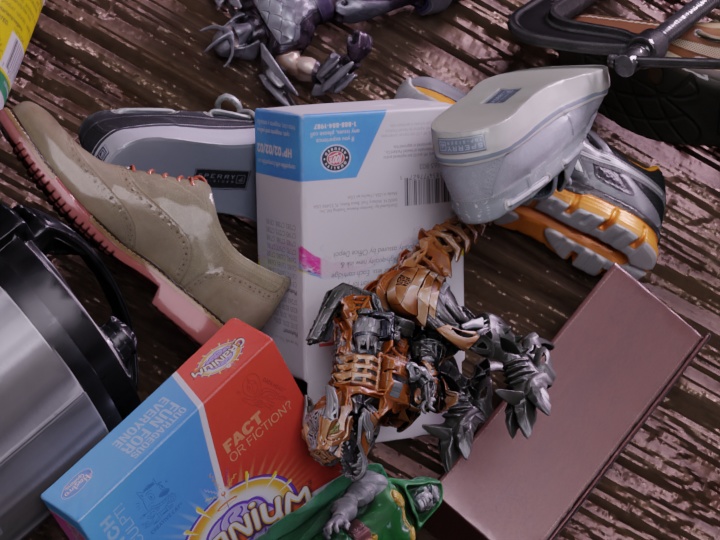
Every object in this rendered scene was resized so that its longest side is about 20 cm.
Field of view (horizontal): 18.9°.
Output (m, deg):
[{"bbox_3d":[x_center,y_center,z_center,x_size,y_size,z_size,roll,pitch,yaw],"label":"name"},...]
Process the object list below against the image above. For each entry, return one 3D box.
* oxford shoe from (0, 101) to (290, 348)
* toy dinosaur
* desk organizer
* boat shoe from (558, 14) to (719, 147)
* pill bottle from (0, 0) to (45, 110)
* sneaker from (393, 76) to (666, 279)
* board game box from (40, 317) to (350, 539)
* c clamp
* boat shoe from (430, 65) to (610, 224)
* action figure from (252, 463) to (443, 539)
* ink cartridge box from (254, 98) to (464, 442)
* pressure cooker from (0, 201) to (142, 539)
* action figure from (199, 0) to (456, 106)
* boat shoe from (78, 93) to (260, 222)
[{"bbox_3d":[-0.127,-0.036,1.268,0.200,0.070,0.075,45,85,-12],"label":"oxford shoe"},{"bbox_3d":[0.040,0.040,1.256,0.135,0.102,0.201,39,76,-15],"label":"toy dinosaur"},{"bbox_3d":[0.124,0.098,1.354,0.077,0.072,0.200,40,69,4],"label":"desk organizer"},{"bbox_3d":[0.231,-0.127,1.435,0.199,0.076,0.074,21,51,16],"label":"boat shoe"},{"bbox_3d":[-0.244,-0.195,1.337,0.112,0.113,0.201,20,70,-6],"label":"pill bottle"},{"bbox_3d":[0.111,-0.070,1.407,0.199,0.078,0.078,32,56,-6],"label":"sneaker"},{"bbox_3d":[-0.076,0.152,1.242,0.153,0.040,0.201,-43,129,-21],"label":"board game box"},{"bbox_3d":[0.188,-0.163,1.399,0.169,0.027,0.200,7,27,25],"label":"c clamp"},{"bbox_3d":[0.099,-0.077,1.315,0.201,0.069,0.072,-34,121,-57],"label":"boat shoe"},{"bbox_3d":[-0.018,0.170,1.223,0.200,0.054,0.119,-37,116,-43],"label":"action figure"},{"bbox_3d":[0.000,0.000,1.323,0.114,0.068,0.202,-5,100,-28],"label":"ink cartridge box"},{"bbox_3d":[-0.216,0.066,1.229,0.200,0.176,0.179,-40,87,-17],"label":"pressure cooker"},{"bbox_3d":[-0.015,-0.184,1.411,0.199,0.069,0.131,-26,85,-16],"label":"action figure"},{"bbox_3d":[-0.081,-0.068,1.358,0.198,0.074,0.068,-1,33,-27],"label":"boat shoe"}]
